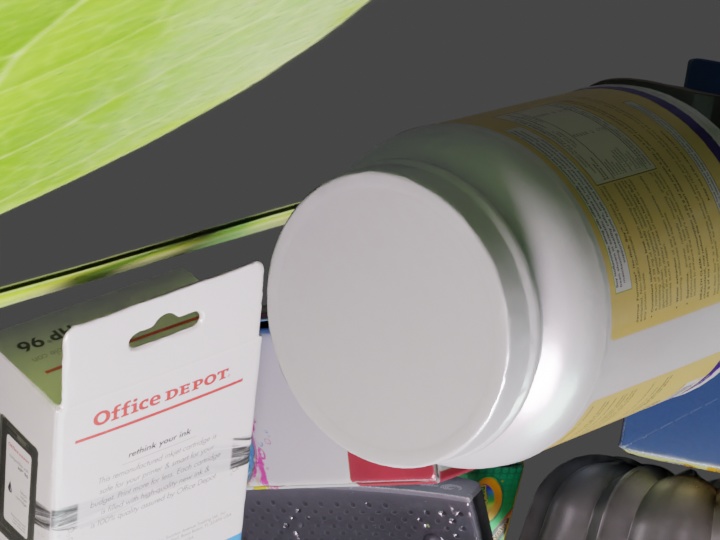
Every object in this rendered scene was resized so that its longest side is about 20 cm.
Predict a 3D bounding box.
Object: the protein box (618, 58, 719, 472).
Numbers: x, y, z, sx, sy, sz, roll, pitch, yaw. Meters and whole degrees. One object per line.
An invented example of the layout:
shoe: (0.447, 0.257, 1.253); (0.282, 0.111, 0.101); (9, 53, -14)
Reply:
protein box: (0.246, 0.013, 1.475); (0.198, 0.200, 0.135); (10, 178, 7)

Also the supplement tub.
supplement tub: (0.070, 0.003, 1.242); (0.145, 0.146, 0.200); (-29, 172, 38)

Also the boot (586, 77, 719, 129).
boot: (0.197, -0.051, 1.380); (0.200, 0.074, 0.075); (18, -172, 4)

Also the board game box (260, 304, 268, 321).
board game box: (0.000, 0.000, 1.449); (0.200, 0.039, 0.158); (-2, -177, 40)

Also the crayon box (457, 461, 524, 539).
crayon box: (0.028, 0.103, 1.651); (0.058, 0.119, 0.200); (3, -150, -18)

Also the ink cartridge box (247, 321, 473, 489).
ink cartridge box: (-0.027, 0.064, 1.490); (0.200, 0.083, 0.146); (-4, -177, 24)

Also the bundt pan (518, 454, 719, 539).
bundt pan: (0.179, 0.144, 1.515); (0.202, 0.076, 0.202); (11, 178, 0)

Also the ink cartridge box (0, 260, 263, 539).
ink cartridge box: (-0.114, 0.076, 1.352); (0.116, 0.068, 0.200); (-20, 133, -34)

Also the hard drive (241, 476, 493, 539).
hard drive: (-0.016, 0.164, 1.554); (0.200, 0.135, 0.042); (-2, -153, 25)
